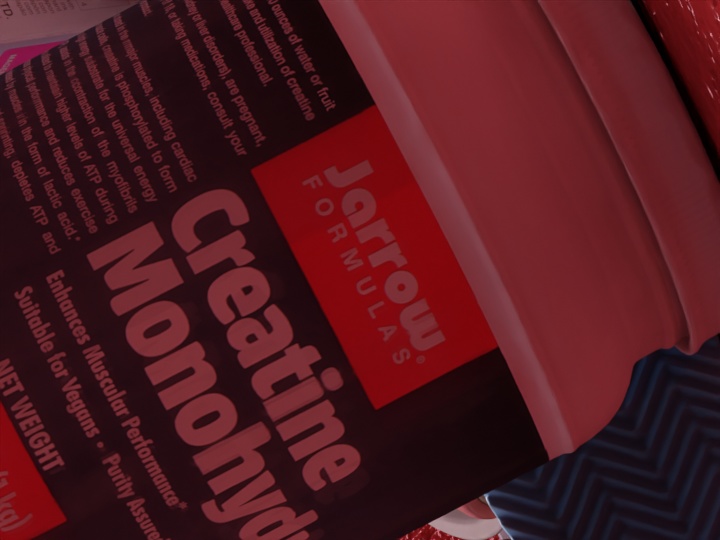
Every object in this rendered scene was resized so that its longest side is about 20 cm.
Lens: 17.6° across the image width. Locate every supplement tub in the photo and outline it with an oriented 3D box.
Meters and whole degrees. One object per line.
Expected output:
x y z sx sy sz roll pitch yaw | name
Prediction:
-0.025 0.002 0.548 0.140 0.200 0.140 62 180 0 | supplement tub

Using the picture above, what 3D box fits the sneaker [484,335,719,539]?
0.081 0.068 0.644 0.081 0.076 0.200 -48 -66 -86 | sneaker

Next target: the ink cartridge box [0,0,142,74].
-0.078 -0.131 0.834 0.042 0.200 0.119 -48 64 48 | ink cartridge box

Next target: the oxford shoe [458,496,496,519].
0.010 -0.026 0.677 0.075 0.070 0.200 -6 97 45 | oxford shoe

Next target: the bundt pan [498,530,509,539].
0.128 0.168 1.039 0.202 0.076 0.202 63 -179 -1 | bundt pan

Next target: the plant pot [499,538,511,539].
0.072 0.166 0.742 0.200 0.200 0.027 63 -157 -17 | plant pot

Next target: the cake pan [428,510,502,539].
0.000 0.000 0.798 0.200 0.037 0.200 48 160 24 | cake pan
